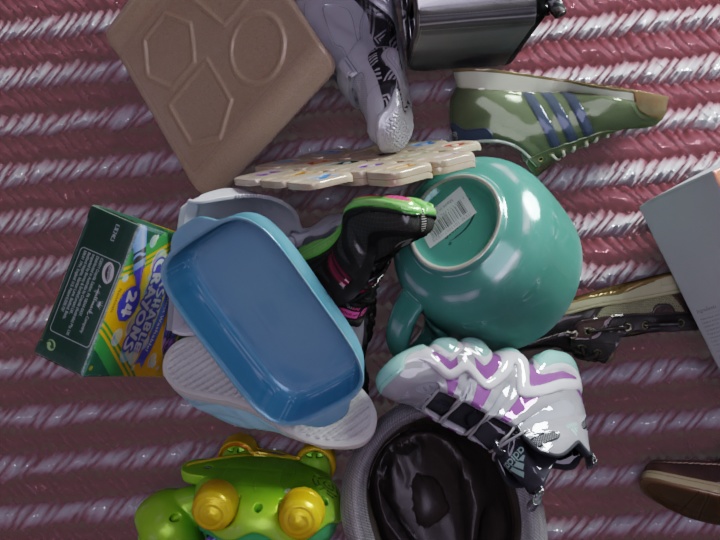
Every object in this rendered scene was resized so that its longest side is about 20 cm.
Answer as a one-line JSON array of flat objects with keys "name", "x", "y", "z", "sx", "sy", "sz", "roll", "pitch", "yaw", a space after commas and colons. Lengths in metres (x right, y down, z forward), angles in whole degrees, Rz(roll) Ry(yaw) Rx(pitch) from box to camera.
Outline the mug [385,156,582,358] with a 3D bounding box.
[{"name": "mug", "x": 0.100, "y": -0.005, "z": 0.888, "sx": 0.150, "sy": 0.114, "sz": 0.188, "roll": 4, "pitch": 71, "yaw": 33}]

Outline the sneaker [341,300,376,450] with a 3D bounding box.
[{"name": "sneaker", "x": -0.027, "y": 0.061, "z": 0.951, "sx": 0.078, "sy": 0.074, "sz": 0.203, "roll": 7, "pitch": 89, "yaw": 9}]

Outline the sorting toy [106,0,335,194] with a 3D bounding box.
[{"name": "sorting toy", "x": -0.129, "y": -0.200, "z": 0.939, "sx": 0.185, "sy": 0.036, "sz": 0.201, "roll": -42, "pitch": 73, "yaw": 27}]

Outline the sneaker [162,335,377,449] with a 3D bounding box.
[{"name": "sneaker", "x": -0.075, "y": 0.112, "z": 0.919, "sx": 0.197, "sy": 0.082, "sz": 0.075, "roll": 20, "pitch": 71, "yaw": 13}]

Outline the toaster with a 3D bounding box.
[{"name": "toaster", "x": 0.091, "y": -0.278, "z": 0.889, "sx": 0.117, "sy": 0.200, "sz": 0.184, "roll": -8, "pitch": 89, "yaw": -2}]

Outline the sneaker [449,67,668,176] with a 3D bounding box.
[{"name": "sneaker", "x": 0.177, "y": -0.131, "z": 0.952, "sx": 0.197, "sy": 0.067, "sz": 0.091, "roll": 8, "pitch": 100, "yaw": 1}]

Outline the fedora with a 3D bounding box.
[{"name": "fedora", "x": 0.069, "y": 0.219, "z": 0.925, "sx": 0.175, "sy": 0.090, "sz": 0.202, "roll": -26, "pitch": 79, "yaw": -11}]

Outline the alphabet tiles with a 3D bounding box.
[{"name": "alphabet tiles", "x": -0.001, "y": -0.089, "z": 0.888, "sx": 0.194, "sy": 0.199, "sz": 0.015, "roll": -18, "pitch": 107, "yaw": -37}]

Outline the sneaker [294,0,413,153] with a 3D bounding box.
[{"name": "sneaker", "x": -0.017, "y": -0.182, "z": 0.932, "sx": 0.113, "sy": 0.075, "sz": 0.202, "roll": -12, "pitch": 59, "yaw": 9}]

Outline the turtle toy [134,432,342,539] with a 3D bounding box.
[{"name": "turtle toy", "x": -0.105, "y": 0.218, "z": 0.923, "sx": 0.197, "sy": 0.146, "sz": 0.103, "roll": 3, "pitch": 103, "yaw": 5}]

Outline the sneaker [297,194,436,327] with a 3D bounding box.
[{"name": "sneaker", "x": 0.000, "y": 0.000, "z": 0.854, "sx": 0.076, "sy": 0.200, "sz": 0.085, "roll": 5, "pitch": 63, "yaw": -33}]

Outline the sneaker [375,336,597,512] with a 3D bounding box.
[{"name": "sneaker", "x": 0.114, "y": 0.133, "z": 0.856, "sx": 0.197, "sy": 0.078, "sz": 0.141, "roll": 3, "pitch": 54, "yaw": -21}]

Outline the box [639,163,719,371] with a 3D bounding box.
[{"name": "box", "x": 0.355, "y": -0.002, "z": 0.896, "sx": 0.123, "sy": 0.097, "sz": 0.202, "roll": -25, "pitch": 87, "yaw": -28}]

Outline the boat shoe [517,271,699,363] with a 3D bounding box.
[{"name": "boat shoe", "x": 0.216, "y": 0.052, "z": 0.937, "sx": 0.197, "sy": 0.073, "sz": 0.066, "roll": -17, "pitch": 83, "yaw": 2}]

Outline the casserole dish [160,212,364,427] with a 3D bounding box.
[{"name": "casserole dish", "x": -0.074, "y": 0.036, "z": 0.829, "sx": 0.120, "sy": 0.039, "sz": 0.201, "roll": -29, "pitch": 105, "yaw": 30}]

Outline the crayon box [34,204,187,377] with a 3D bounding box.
[{"name": "crayon box", "x": -0.186, "y": 0.025, "z": 0.892, "sx": 0.051, "sy": 0.200, "sz": 0.127, "roll": 21, "pitch": 90, "yaw": 15}]

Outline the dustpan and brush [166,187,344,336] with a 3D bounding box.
[{"name": "dustpan and brush", "x": -0.080, "y": -0.024, "z": 0.920, "sx": 0.057, "sy": 0.199, "sz": 0.141, "roll": 29, "pitch": 126, "yaw": 22}]

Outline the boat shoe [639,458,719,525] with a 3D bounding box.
[{"name": "boat shoe", "x": 0.356, "y": 0.190, "z": 0.938, "sx": 0.197, "sy": 0.072, "sz": 0.073, "roll": 6, "pitch": 59, "yaw": 14}]
